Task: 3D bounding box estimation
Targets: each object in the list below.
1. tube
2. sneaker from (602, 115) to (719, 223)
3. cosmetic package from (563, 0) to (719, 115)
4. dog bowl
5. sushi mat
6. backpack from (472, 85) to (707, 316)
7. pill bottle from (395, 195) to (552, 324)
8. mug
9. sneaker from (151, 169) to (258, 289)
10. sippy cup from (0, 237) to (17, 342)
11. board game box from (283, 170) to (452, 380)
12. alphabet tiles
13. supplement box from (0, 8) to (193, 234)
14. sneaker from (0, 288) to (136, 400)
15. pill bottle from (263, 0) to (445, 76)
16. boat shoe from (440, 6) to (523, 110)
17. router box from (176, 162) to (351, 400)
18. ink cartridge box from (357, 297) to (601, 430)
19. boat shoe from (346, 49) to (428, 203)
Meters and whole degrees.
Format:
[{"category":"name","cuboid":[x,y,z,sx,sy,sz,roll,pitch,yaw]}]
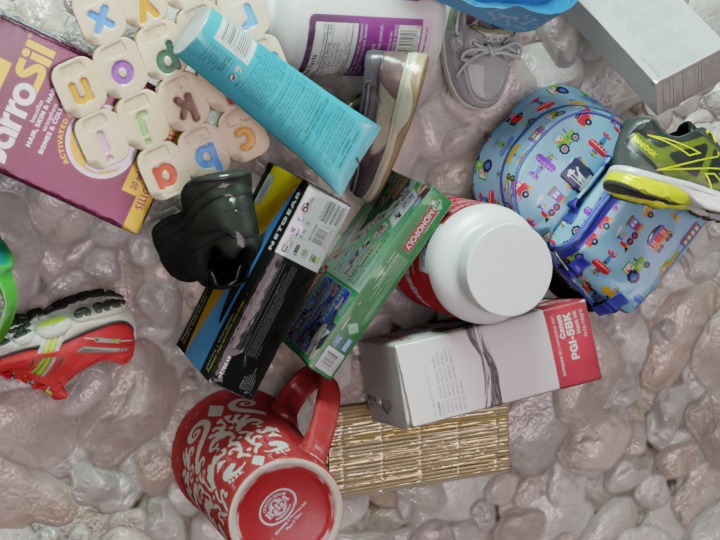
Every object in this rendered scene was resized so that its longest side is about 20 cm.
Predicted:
[{"category":"tube","cuboid":[-0.072,-0.152,1.544,0.200,0.050,0.078,37,75,-22]},{"category":"sneaker","cuboid":[0.325,-0.094,1.649,0.199,0.074,0.085,11,86,-22]},{"category":"cosmetic package","cuboid":[0.260,-0.239,1.679,0.082,0.200,0.051,-26,143,-11]},{"category":"dog bowl","cuboid":[0.106,-0.285,1.608,0.199,0.050,0.112,20,57,-15]},{"category":"sushi mat","cuboid":[0.059,0.174,1.788,0.199,0.012,0.096,-7,103,-16]},{"category":"backpack","cuboid":[0.220,-0.078,1.727,0.183,0.134,0.200,-46,107,-5]},{"category":"pill bottle","cuboid":[0.103,-0.010,1.663,0.112,0.200,0.113,-2,96,-18]},{"category":"mug","cuboid":[-0.090,0.178,1.644,0.133,0.200,0.179,9,98,-18]},{"category":"sneaker","cuboid":[-0.138,-0.018,1.591,0.075,0.200,0.091,-12,75,-18]},{"category":"sippy cup","cuboid":[-0.399,0.005,1.559,0.131,0.178,0.139,-50,139,9]},{"category":"board game box","cuboid":[0.000,0.000,1.672,0.029,0.135,0.200,35,90,-19]},{"category":"alphabet tiles","cuboid":[-0.165,-0.172,1.543,0.199,0.015,0.197,-26,107,-12]},{"category":"supplement box","cuboid":[-0.267,-0.136,1.580,0.199,0.103,0.132,24,93,-19]},{"category":"sneaker","cuboid":[-0.302,0.085,1.630,0.199,0.077,0.085,-16,111,-12]},{"category":"pill bottle","cuboid":[-0.030,-0.237,1.630,0.199,0.112,0.113,0,100,-17]},{"category":"boat shoe","cuboid":[0.126,-0.255,1.698,0.074,0.065,0.203,7,98,-18]},{"category":"router box","cuboid":[-0.093,0.007,1.637,0.051,0.149,0.201,27,91,-20]},{"category":"ink cartridge box","cuboid":[0.112,0.087,1.713,0.199,0.147,0.083,-13,93,-15]},{"category":"boat shoe","cuboid":[0.013,-0.139,1.643,0.064,0.200,0.072,21,58,0]}]
